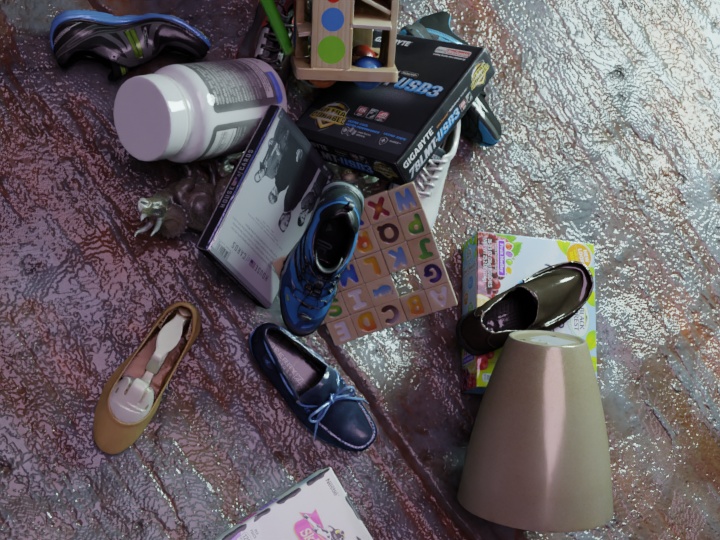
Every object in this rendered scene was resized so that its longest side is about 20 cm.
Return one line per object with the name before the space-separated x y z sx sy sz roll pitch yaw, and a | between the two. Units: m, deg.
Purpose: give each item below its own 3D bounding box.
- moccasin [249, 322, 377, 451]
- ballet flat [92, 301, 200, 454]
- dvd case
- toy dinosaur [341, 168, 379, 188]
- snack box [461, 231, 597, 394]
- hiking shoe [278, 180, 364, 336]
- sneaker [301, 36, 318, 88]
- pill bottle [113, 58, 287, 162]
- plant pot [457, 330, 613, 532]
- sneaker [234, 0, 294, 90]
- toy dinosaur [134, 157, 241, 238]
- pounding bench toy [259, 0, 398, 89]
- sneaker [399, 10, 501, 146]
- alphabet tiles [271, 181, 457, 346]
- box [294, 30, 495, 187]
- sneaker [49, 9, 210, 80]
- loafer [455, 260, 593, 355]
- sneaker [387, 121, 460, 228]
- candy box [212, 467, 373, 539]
moccasin | -0.060 0.146 1.330 0.199 0.068 0.081 40 70 -2
ballet flat | -0.253 0.119 1.289 0.068 0.063 0.202 29 71 -6
dvd case | -0.111 -0.075 1.341 0.024 0.150 0.202 13 68 34
toy dinosaur | 0.051 -0.177 1.415 0.200 0.088 0.048 -42 126 -3
snack box | 0.218 0.061 1.425 0.166 0.068 0.203 6 76 -13
hiking shoe | -0.053 -0.005 1.293 0.073 0.087 0.202 16 112 -5
sneaker | -0.017 -0.319 1.455 0.072 0.085 0.201 36 82 -7
pill bottle | -0.189 -0.190 1.311 0.199 0.113 0.115 -19 80 -52
plant pot | 0.214 0.178 1.299 0.184 0.187 0.203 2 97 -14
sneaker | -0.117 -0.299 1.416 0.076 0.082 0.203 12 76 -11
toy dinosaur | -0.190 -0.086 1.361 0.197 0.077 0.104 0 83 -27
pounding bench toy | -0.056 -0.305 1.326 0.197 0.125 0.158 1 114 -8
sneaker | 0.137 -0.261 1.480 0.081 0.073 0.201 -33 87 -21
alphabet tiles | 0.000 0.000 1.345 0.197 0.008 0.169 -19 111 9
box | 0.038 -0.212 1.390 0.199 0.199 0.050 -52 136 -17
sneaker | -0.287 -0.277 1.379 0.196 0.071 0.084 0 82 -10
loafer | 0.214 0.045 1.354 0.198 0.071 0.074 -28 84 -19
sneaker | 0.082 -0.132 1.434 0.072 0.071 0.203 15 73 -10
candy box | -0.079 0.353 1.272 0.199 0.072 0.169 -31 86 -19
